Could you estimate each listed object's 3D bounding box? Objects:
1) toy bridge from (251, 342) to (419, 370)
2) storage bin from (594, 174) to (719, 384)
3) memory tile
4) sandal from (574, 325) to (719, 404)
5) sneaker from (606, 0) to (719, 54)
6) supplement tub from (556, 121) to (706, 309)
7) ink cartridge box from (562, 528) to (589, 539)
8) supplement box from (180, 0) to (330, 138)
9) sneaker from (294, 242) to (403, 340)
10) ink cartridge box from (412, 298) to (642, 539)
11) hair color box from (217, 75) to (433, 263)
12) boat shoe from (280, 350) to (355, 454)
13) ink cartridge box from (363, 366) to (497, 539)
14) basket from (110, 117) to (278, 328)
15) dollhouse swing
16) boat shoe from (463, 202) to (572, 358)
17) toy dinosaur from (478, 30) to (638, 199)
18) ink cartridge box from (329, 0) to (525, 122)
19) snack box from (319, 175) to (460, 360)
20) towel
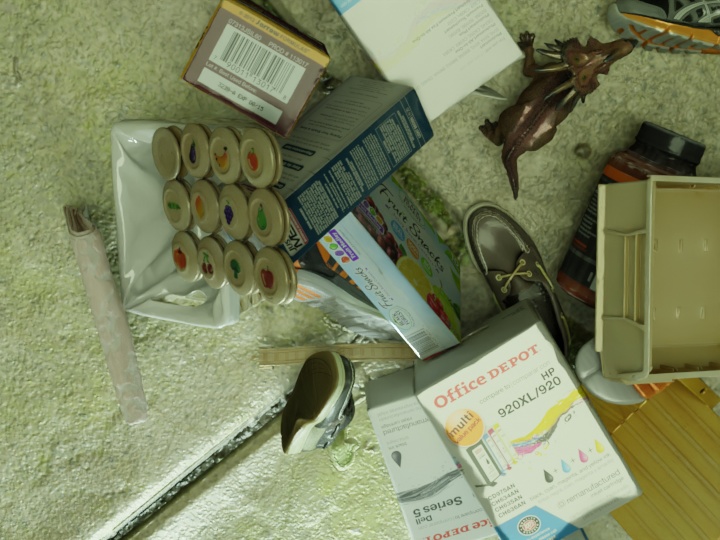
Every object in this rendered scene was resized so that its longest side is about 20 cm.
[{"bbox_3d":[-0.022,0.095,1.148,0.199,0.067,0.027,-2,81,-3],"label":"toy bridge"},{"bbox_3d":[0.339,0.010,1.001,0.200,0.094,0.199,-1,93,-21],"label":"storage bin"},{"bbox_3d":[-0.125,-0.054,0.906,0.017,0.200,0.154,-15,106,-36],"label":"memory tile"},{"bbox_3d":[0.307,0.086,1.076,0.206,0.059,0.079,-22,78,-23],"label":"sandal"},{"bbox_3d":[0.354,-0.267,1.063,0.199,0.078,0.077,5,93,-8],"label":"sneaker"},{"bbox_3d":[0.295,-0.055,1.099,0.107,0.107,0.200,19,105,-8],"label":"supplement tub"},{"bbox_3d":[0.220,0.416,1.215,0.084,0.145,0.200,8,106,-7],"label":"ink cartridge box"},{"bbox_3d":[-0.098,-0.203,0.988,0.110,0.200,0.086,29,102,-11],"label":"supplement box"},{"bbox_3d":[0.000,0.000,1.116,0.200,0.077,0.112,33,61,-40],"label":"sneaker"},{"bbox_3d":[0.162,0.156,1.042,0.147,0.145,0.200,-31,95,6],"label":"ink cartridge box"},{"bbox_3d":[-0.037,-0.098,0.960,0.200,0.100,0.061,-42,126,-20],"label":"hair color box"},{"bbox_3d":[-0.038,0.146,1.131,0.065,0.073,0.200,2,152,-21],"label":"boat shoe"},{"bbox_3d":[0.102,0.211,1.180,0.145,0.084,0.200,-18,106,2],"label":"ink cartridge box"},{"bbox_3d":[-0.162,-0.058,1.051,0.135,0.123,0.201,8,107,25],"label":"basket"},{"bbox_3d":[0.320,0.208,1.131,0.200,0.176,0.182,-45,136,10],"label":"dollhouse swing"},{"bbox_3d":[0.178,0.016,1.139,0.072,0.060,0.200,-27,106,6],"label":"boat shoe"},{"bbox_3d":[0.186,-0.166,1.046,0.086,0.136,0.200,25,104,-9],"label":"toy dinosaur"},{"bbox_3d":[0.063,-0.243,1.021,0.125,0.129,0.200,-34,104,7],"label":"ink cartridge box"},{"bbox_3d":[0.032,-0.024,1.055,0.053,0.142,0.200,-28,121,22],"label":"snack box"},{"bbox_3d":[-0.264,0.037,1.060,0.032,0.191,0.200,-17,108,-14],"label":"towel"}]
